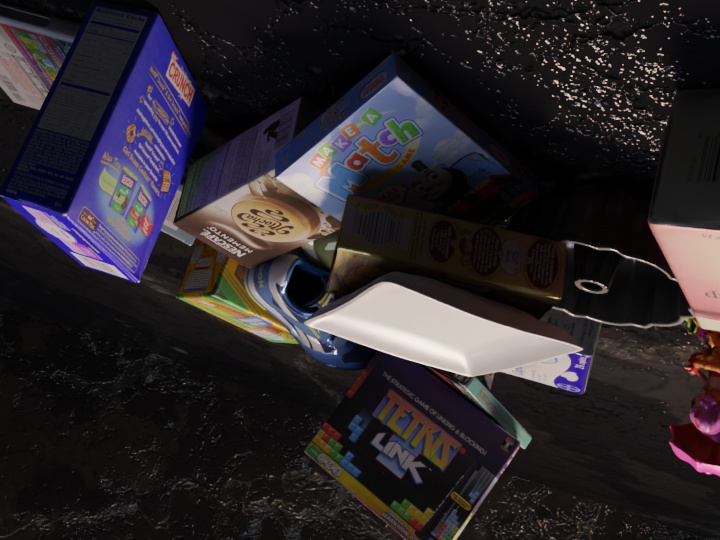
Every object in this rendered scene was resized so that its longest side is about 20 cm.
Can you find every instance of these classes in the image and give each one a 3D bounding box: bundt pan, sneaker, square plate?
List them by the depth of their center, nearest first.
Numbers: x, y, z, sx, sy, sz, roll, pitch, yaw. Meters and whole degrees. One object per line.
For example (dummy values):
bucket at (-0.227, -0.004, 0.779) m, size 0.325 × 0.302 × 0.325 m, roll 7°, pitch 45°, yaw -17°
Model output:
square plate at (0.069, 0.051, 0.784) m, size 0.197 × 0.029 × 0.198 m, roll 19°, pitch 160°, yaw -19°
bundt pan at (0.229, -0.018, 0.819) m, size 0.198 × 0.077 × 0.202 m, roll 17°, pitch 164°, yaw 5°
sneaker at (-0.043, 0.051, 0.990) m, size 0.199 × 0.075 × 0.082 m, roll 39°, pitch 150°, yaw -26°
sneaker at (0.000, 0.000, 1.010) m, size 0.088 × 0.068 × 0.201 m, roll 14°, pitch 158°, yaw 26°

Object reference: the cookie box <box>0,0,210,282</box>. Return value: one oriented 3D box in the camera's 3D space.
cookie box at (-0.229, -0.116, 0.804) m, size 0.074 × 0.203 × 0.172 m, roll 16°, pitch 163°, yaw 12°

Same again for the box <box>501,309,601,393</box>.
box at (0.195, 0.059, 1.052) m, size 0.196 × 0.107 × 0.184 m, roll 15°, pitch 162°, yaw 17°

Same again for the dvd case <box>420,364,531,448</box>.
dvd case at (0.109, 0.137, 1.053) m, size 0.146 × 0.022 × 0.199 m, roll 46°, pitch 168°, yaw -34°

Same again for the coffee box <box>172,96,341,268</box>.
coffee box at (-0.090, -0.084, 0.885) m, size 0.112 × 0.081 × 0.198 m, roll 30°, pitch 145°, yaw -34°

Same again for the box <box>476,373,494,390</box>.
box at (0.123, 0.088, 0.973) m, size 0.041 × 0.039 × 0.200 m, roll 12°, pitch 161°, yaw 20°

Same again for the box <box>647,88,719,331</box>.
box at (0.305, -0.034, 0.630) m, size 0.126 × 0.111 × 0.200 m, roll 6°, pitch 159°, yaw 36°

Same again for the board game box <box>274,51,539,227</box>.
board game box at (0.044, -0.086, 0.770) m, size 0.150 × 0.037 × 0.199 m, roll -34°, pitch 131°, yaw 31°

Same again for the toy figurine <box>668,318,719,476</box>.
toy figurine at (0.382, 0.119, 0.892) m, size 0.148 × 0.187 × 0.200 m, roll 8°, pitch 160°, yaw 31°

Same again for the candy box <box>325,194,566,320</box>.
candy box at (0.072, -0.001, 0.770) m, size 0.196 × 0.056 × 0.116 m, roll 13°, pitch 159°, yaw -2°

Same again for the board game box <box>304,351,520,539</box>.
board game box at (0.060, 0.209, 0.994) m, size 0.199 × 0.166 × 0.057 m, roll 35°, pitch 173°, yaw 17°

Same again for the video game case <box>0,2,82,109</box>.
video game case at (-0.334, -0.217, 0.918) m, size 0.179 × 0.023 × 0.200 m, roll 17°, pitch 162°, yaw 9°

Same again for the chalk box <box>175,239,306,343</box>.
chalk box at (-0.109, 0.017, 1.080) m, size 0.198 × 0.126 × 0.124 m, roll 29°, pitch 161°, yaw -28°

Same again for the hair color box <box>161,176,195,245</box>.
hair color box at (-0.250, -0.097, 1.020) m, size 0.098 × 0.061 × 0.200 m, roll 28°, pitch -177°, yaw -26°
